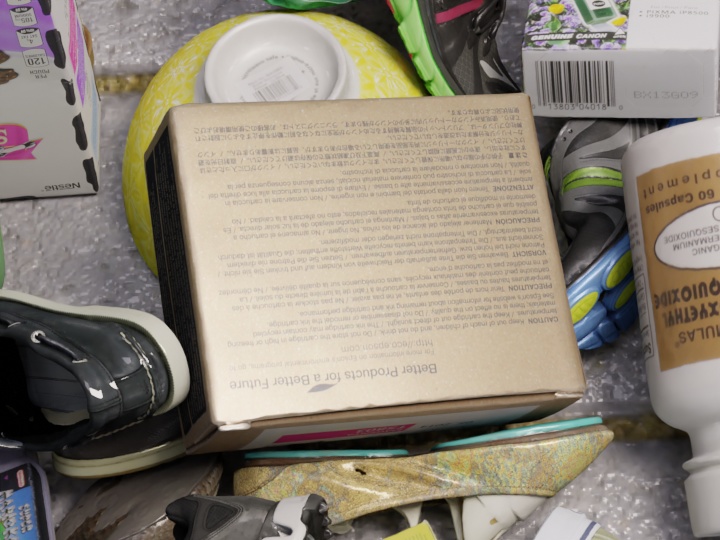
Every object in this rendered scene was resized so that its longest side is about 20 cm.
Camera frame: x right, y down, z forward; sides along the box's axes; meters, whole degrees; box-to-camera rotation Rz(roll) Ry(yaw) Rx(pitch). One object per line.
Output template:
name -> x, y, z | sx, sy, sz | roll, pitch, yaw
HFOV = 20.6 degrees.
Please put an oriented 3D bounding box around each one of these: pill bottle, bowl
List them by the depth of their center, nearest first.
pill bottle -> 0.199, 0.029, 1.006 | 0.113, 0.114, 0.202 | -6, 80, -1
bowl -> -0.045, -0.080, 1.117 | 0.198, 0.108, 0.202 | -2, 58, 3

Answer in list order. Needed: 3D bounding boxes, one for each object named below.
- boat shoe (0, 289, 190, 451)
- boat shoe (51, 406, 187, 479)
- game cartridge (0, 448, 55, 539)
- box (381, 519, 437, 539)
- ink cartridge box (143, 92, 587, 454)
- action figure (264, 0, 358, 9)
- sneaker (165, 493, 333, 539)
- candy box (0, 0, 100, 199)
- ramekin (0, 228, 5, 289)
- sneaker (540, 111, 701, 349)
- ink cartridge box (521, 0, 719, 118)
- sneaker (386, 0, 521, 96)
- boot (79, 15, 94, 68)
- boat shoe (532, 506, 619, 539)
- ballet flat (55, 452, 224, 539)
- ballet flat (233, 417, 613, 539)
boat shoe -> -0.175, 0.057, 0.989 | 0.198, 0.075, 0.066 | 4, 25, 39
boat shoe -> -0.077, 0.046, 1.050 | 0.199, 0.067, 0.072 | -21, 23, -15
game cartridge -> -0.209, 0.164, 0.967 | 0.129, 0.039, 0.201 | -24, 37, 2
box -> -0.048, 0.192, 0.966 | 0.198, 0.076, 0.050 | -21, 59, -9
ink cartridge box -> 0.000, 0.000, 1.005 | 0.198, 0.075, 0.167 | -3, 75, -20
action figure -> -0.008, -0.187, 1.167 | 0.199, 0.055, 0.118 | -20, 40, -41
sneaker -> -0.080, 0.185, 0.894 | 0.090, 0.067, 0.201 | 11, 56, 11
candy box -> -0.239, -0.119, 1.095 | 0.166, 0.201, 0.072 | -5, 58, 0
ramekin -> -0.282, -0.019, 1.042 | 0.198, 0.200, 0.099 | -15, 66, -7
sneaker -> 0.134, -0.036, 1.108 | 0.082, 0.071, 0.201 | 13, 54, 18
ink cartridge box -> 0.157, -0.165, 1.155 | 0.108, 0.051, 0.201 | 1, 40, 11
sneaker -> 0.056, -0.159, 1.112 | 0.083, 0.201, 0.077 | -23, 33, 6
boot -> -0.244, -0.185, 1.136 | 0.173, 0.201, 0.067 | -4, 57, 0
boat shoe -> 0.081, 0.202, 0.955 | 0.062, 0.072, 0.201 | 21, 59, 18
ballet flat -> -0.137, 0.162, 1.011 | 0.067, 0.047, 0.200 | 7, 46, 45
ballet flat -> 0.034, 0.118, 1.020 | 0.198, 0.071, 0.071 | -6, 58, -2
